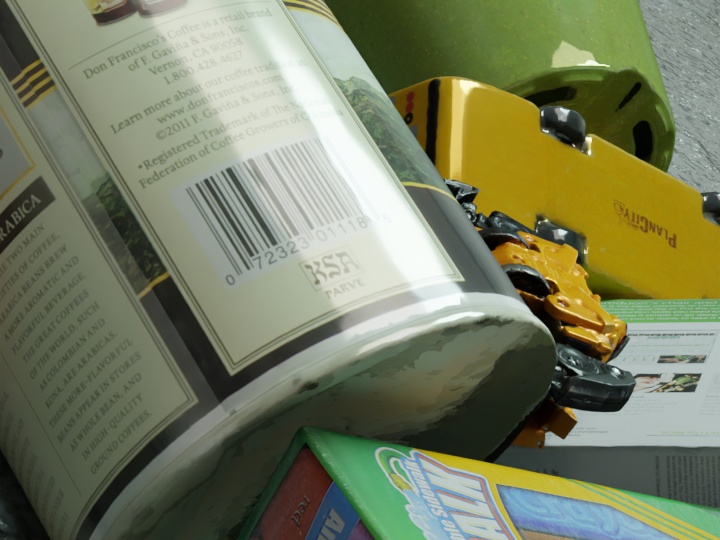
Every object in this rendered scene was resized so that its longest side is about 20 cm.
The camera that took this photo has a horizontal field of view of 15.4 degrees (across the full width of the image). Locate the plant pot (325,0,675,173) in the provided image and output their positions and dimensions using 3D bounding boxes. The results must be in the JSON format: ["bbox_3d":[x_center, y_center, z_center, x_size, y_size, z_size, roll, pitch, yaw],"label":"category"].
[{"bbox_3d":[0.057,-0.107,1.229,0.199,0.200,0.190,15,36,-35],"label":"plant pot"}]

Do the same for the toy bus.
[{"bbox_3d":[0.087,-0.015,1.130,0.200,0.078,0.065,24,59,-39],"label":"toy bus"}]

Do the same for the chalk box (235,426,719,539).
[{"bbox_3d":[0.024,0.128,0.667,0.199,0.125,0.124,16,24,-37],"label":"chalk box"}]

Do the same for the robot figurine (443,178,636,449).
[{"bbox_3d":[0.000,0.000,0.913,0.199,0.058,0.145,21,22,-19],"label":"robot figurine"}]

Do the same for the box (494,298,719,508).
[{"bbox_3d":[0.114,0.051,1.009,0.144,0.037,0.200,-1,15,15],"label":"box"}]

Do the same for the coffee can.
[{"bbox_3d":[-0.058,-0.019,0.746,0.146,0.146,0.200,1,50,-53],"label":"coffee can"}]
